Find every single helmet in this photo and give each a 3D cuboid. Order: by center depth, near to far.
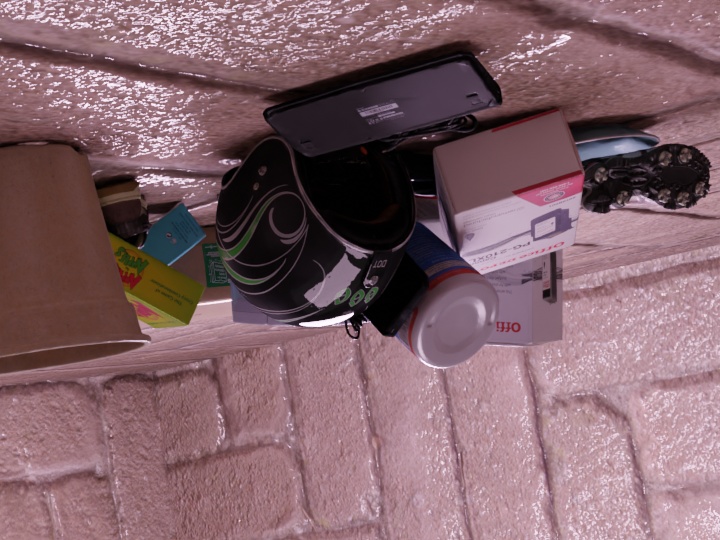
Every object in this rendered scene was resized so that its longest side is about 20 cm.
[{"bbox_3d":[-0.053,-0.041,1.501,0.198,0.202,0.190,-4,155,-40],"label":"helmet"}]

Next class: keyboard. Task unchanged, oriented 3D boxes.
[{"bbox_3d":[0.022,-0.147,1.294,0.198,0.040,0.104,-12,148,24],"label":"keyboard"},{"bbox_3d":[0.000,0.000,1.591,0.104,0.200,0.039,-50,136,9],"label":"keyboard"}]

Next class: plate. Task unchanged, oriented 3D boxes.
[{"bbox_3d":[0.247,-0.141,1.733,0.197,0.026,0.200,-10,174,-1],"label":"plate"}]

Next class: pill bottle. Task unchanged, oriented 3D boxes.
[{"bbox_3d":[0.054,0.009,1.628,0.111,0.113,0.200,-5,-147,-33],"label":"pill bottle"}]

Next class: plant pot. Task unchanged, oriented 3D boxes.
[{"bbox_3d":[-0.299,-0.009,1.346,0.198,0.186,0.200,-9,173,-1],"label":"plant pot"}]

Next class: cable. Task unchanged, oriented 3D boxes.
[{"bbox_3d":[0.037,-0.094,1.716,0.162,0.052,0.199,-15,172,40],"label":"cable"}]

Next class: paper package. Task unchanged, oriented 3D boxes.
[{"bbox_3d":[-0.228,0.009,1.984,0.197,0.105,0.190,-6,173,-24],"label":"paper package"}]

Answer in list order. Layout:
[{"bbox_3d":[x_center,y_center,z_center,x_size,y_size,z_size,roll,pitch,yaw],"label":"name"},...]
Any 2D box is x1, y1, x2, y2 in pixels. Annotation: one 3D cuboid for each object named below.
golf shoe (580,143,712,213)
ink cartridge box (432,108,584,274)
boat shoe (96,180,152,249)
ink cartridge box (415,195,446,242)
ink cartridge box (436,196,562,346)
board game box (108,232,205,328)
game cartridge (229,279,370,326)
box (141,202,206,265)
[{"bbox_3d":[0.322,-0.113,1.751,0.198,0.078,0.088,-4,-168,-27],"label":"golf shoe"},{"bbox_3d":[0.160,-0.078,1.621,0.143,0.085,0.200,-17,159,-1],"label":"ink cartridge box"},{"bbox_3d":[-0.260,-0.048,1.601,0.072,0.066,0.200,-10,175,-6],"label":"boat shoe"},{"bbox_3d":[0.005,-0.037,1.795,0.197,0.085,0.144,-6,-160,-19],"label":"ink cartridge box"},{"bbox_3d":[0.174,-0.010,1.867,0.145,0.203,0.082,1,-178,38],"label":"ink cartridge box"},{"bbox_3d":[-0.268,-0.007,1.537,0.199,0.048,0.101,31,163,-23],"label":"board game box"},{"bbox_3d":[-0.057,0.029,1.789,0.197,0.041,0.134,-2,-157,-6],"label":"game cartridge"},{"bbox_3d":[-0.273,0.006,1.714,0.200,0.049,0.082,-40,-175,-21],"label":"box"}]
